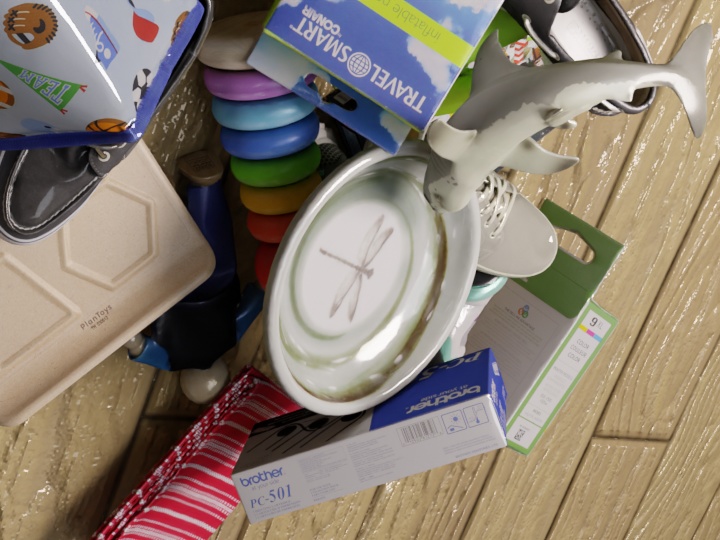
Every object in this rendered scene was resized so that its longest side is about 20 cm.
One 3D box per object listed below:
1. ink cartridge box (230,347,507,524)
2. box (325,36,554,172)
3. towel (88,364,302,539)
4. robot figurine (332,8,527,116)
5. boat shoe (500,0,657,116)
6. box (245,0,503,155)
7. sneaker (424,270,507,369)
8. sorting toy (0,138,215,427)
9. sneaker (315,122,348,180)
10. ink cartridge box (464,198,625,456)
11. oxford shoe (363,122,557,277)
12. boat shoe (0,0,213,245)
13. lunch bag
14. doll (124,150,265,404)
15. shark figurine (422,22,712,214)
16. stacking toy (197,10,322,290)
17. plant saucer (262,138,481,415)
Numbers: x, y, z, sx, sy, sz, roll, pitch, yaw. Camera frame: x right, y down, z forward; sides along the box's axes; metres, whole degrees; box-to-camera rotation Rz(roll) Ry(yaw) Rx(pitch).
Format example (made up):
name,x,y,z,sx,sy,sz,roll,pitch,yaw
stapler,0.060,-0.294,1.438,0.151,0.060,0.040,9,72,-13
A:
name,x,y,z,sx,sy,sz,roll,pitch,yaw
ink cartridge box,0.009,0.120,0.958,0.197,0.094,0.045,-19,104,11
box,0.078,-0.131,1.033,0.199,0.038,0.138,-37,133,-15
towel,-0.125,0.173,1.042,0.200,0.022,0.145,-48,153,-4
robot figurine,0.053,-0.199,0.915,0.198,0.115,0.178,-26,112,-24
boat shoe,0.130,-0.179,0.861,0.074,0.060,0.201,-44,118,-10
box,0.027,-0.183,0.798,0.121,0.048,0.202,30,99,-9
sneaker,0.061,0.042,1.092,0.201,0.077,0.140,-58,174,-17
sorting toy,-0.215,-0.030,0.836,0.184,0.036,0.201,-38,113,-14
sneaker,-0.011,-0.012,0.998,0.077,0.091,0.202,-34,132,-16
ink cartridge box,0.157,0.050,1.161,0.059,0.104,0.201,28,97,-45
oxford shoe,0.087,-0.051,0.990,0.199,0.057,0.076,32,65,-33
boat shoe,-0.155,-0.099,0.792,0.070,0.066,0.201,43,81,-25
lunch bag,-0.215,-0.150,0.686,0.171,0.197,0.125,59,44,-44
doll,-0.118,0.016,0.959,0.135,0.048,0.203,-20,127,-27
shark figurine,0.115,-0.118,0.821,0.212,0.091,0.128,-22,150,19
stacking toy,-0.059,-0.071,0.900,0.084,0.085,0.203,-20,116,-28
plant saucer,0.000,0.000,0.906,0.199,0.050,0.203,-24,127,-36
